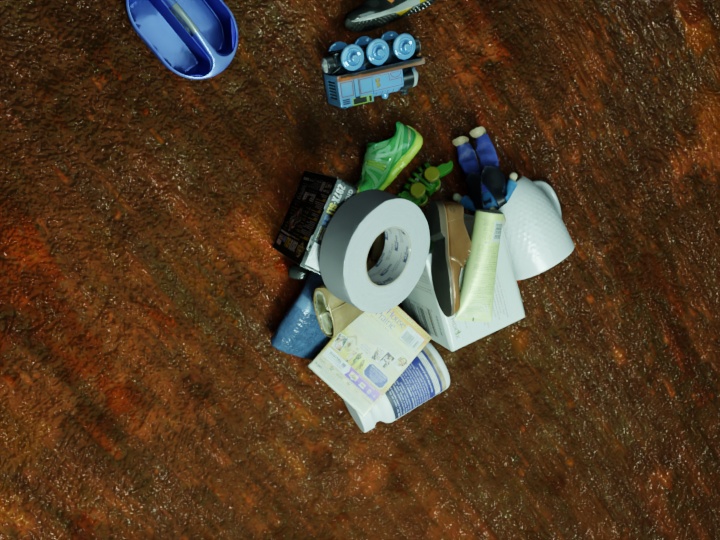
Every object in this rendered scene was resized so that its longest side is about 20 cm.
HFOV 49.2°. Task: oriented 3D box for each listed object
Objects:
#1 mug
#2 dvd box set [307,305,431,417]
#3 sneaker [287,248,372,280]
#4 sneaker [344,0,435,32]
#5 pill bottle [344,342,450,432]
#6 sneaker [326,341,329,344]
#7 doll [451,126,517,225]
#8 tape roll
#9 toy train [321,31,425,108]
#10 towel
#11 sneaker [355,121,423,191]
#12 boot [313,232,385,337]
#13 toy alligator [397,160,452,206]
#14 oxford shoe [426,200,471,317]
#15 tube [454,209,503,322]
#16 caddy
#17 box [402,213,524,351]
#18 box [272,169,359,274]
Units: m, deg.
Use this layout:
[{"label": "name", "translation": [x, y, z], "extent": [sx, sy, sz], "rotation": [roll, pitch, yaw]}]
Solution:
[{"label": "mug", "translation": [0.343, -0.105, 1.600], "extent": [0.200, 0.147, 0.176], "rotation": [-36, 101, -36]}, {"label": "dvd box set", "translation": [0.017, 0.153, 1.487], "extent": [0.146, 0.029, 0.200], "rotation": [41, 83, -3]}, {"label": "sneaker", "translation": [-0.044, -0.040, 1.495], "extent": [0.198, 0.060, 0.105], "rotation": [-3, 104, -27]}, {"label": "sneaker", "translation": [0.048, -0.504, 1.437], "extent": [0.199, 0.070, 0.091], "rotation": [-25, 94, -16]}, {"label": "pill bottle", "translation": [0.068, 0.230, 1.563], "extent": [0.199, 0.116, 0.117], "rotation": [-29, 110, -15]}, {"label": "sneaker", "translation": [0.028, 0.164, 1.537], "extent": [0.198, 0.066, 0.079], "rotation": [-9, 76, -7]}, {"label": "doll", "translation": [0.237, -0.171, 1.530], "extent": [0.048, 0.136, 0.202], "rotation": [13, 57, -60]}, {"label": "tape roll", "translation": [0.027, -0.032, 1.330], "extent": [0.199, 0.066, 0.202], "rotation": [-20, 121, -38]}, {"label": "toy train", "translation": [0.024, -0.369, 1.442], "extent": [0.198, 0.087, 0.115], "rotation": [-17, 116, -20]}, {"label": "towel", "translation": [-0.079, 0.075, 1.468], "extent": [0.111, 0.049, 0.201], "rotation": [20, 111, -40]}, {"label": "sneaker", "translation": [0.031, -0.198, 1.493], "extent": [0.083, 0.074, 0.200], "rotation": [42, 83, -4]}, {"label": "boot", "translation": [0.000, 0.000, 1.407], "extent": [0.199, 0.066, 0.177], "rotation": [-30, 115, -32]}, {"label": "toy alligator", "translation": [0.101, -0.149, 1.535], "extent": [0.054, 0.059, 0.200], "rotation": [40, 84, 18]}, {"label": "oxford shoe", "translation": [0.163, -0.021, 1.362], "extent": [0.071, 0.071, 0.202], "rotation": [-4, 92, -22]}, {"label": "tube", "translation": [0.213, -0.006, 1.397], "extent": [0.058, 0.052, 0.202], "rotation": [10, 100, 20]}, {"label": "caddy", "translation": [-0.293, -0.410, 1.289], "extent": [0.141, 0.105, 0.200], "rotation": [-44, 113, -7]}, {"label": "box", "translation": [0.179, 0.014, 1.516], "extent": [0.170, 0.199, 0.202], "rotation": [-22, 107, -16]}, {"label": "box", "translation": [-0.083, -0.090, 1.390], "extent": [0.049, 0.200, 0.161], "rotation": [21, 92, -23]}]
